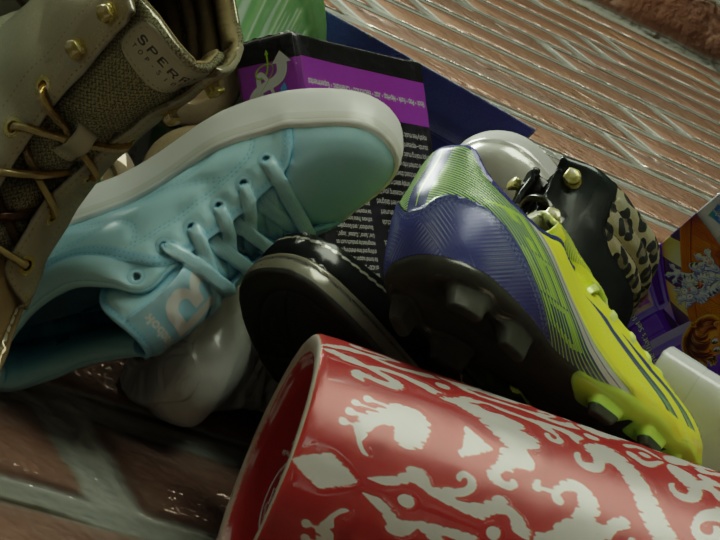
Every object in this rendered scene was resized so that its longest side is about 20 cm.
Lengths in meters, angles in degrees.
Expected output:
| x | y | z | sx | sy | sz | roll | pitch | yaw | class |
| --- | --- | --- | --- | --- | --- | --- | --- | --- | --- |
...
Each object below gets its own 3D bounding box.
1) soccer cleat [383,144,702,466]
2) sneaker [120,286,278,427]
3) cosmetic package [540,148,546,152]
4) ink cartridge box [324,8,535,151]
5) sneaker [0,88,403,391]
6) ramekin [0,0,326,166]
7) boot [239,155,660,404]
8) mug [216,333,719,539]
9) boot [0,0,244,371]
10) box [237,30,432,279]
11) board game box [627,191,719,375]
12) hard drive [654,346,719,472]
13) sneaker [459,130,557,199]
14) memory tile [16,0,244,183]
| x | y | z | sx | sy | sz | roll | pitch | yaw | class |
| --- | --- | --- | --- | --- | --- | --- | --- | --- | --- |
| 0.082 | 0.023 | 0.941 | 0.065 | 0.084 | 0.200 | -10 | -36 | 37 | soccer cleat |
| -0.043 | 0.033 | 1.080 | 0.099 | 0.078 | 0.200 | 36 | 16 | -2 | sneaker |
| 0.045 | -0.048 | 1.423 | 0.113 | 0.081 | 0.200 | 30 | -6 | 8 | cosmetic package |
| -0.038 | -0.064 | 1.254 | 0.197 | 0.047 | 0.200 | 28 | -28 | -9 | ink cartridge box |
| -0.069 | -0.002 | 0.966 | 0.074 | 0.199 | 0.082 | 52 | 19 | -45 | sneaker |
| -0.123 | -0.101 | 1.136 | 0.200 | 0.200 | 0.098 | 27 | 42 | -9 | ramekin |
| 0.043 | 0.008 | 0.999 | 0.073 | 0.154 | 0.204 | -1 | -36 | 44 | boot |
| 0.046 | 0.122 | 0.909 | 0.199 | 0.178 | 0.134 | 23 | 51 | -10 | mug |
| -0.118 | -0.042 | 0.899 | 0.072 | 0.154 | 0.200 | 36 | 42 | -32 | boot |
| 0.000 | 0.000 | 1.073 | 0.036 | 0.201 | 0.143 | -11 | -6 | 23 | box |
| 0.185 | 0.082 | 1.112 | 0.200 | 0.134 | 0.045 | 56 | 23 | 20 | board game box |
| 0.184 | 0.141 | 1.022 | 0.200 | 0.132 | 0.027 | 33 | 14 | 14 | hard drive |
| 0.072 | 0.037 | 1.088 | 0.073 | 0.201 | 0.085 | -9 | 4 | 23 | sneaker |
| -0.148 | -0.083 | 1.020 | 0.199 | 0.154 | 0.017 | -3 | -11 | -9 | memory tile |
